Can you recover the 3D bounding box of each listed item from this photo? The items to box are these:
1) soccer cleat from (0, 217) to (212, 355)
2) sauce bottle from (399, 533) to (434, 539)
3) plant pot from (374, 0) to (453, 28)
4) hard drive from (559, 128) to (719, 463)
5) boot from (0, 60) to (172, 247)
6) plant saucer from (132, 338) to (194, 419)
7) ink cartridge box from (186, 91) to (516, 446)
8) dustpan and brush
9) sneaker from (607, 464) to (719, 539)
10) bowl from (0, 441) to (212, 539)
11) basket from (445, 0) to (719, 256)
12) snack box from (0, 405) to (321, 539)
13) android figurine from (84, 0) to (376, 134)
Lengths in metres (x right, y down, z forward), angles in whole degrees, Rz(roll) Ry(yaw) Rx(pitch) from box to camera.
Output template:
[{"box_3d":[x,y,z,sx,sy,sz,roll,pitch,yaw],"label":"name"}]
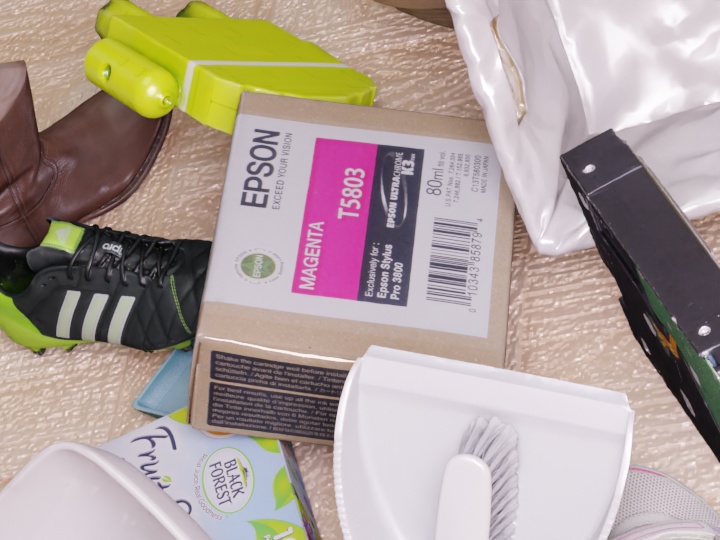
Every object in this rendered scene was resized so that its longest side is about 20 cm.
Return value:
[{"box_3d":[-0.144,0.005,1.429,0.199,0.081,0.068,-7,41,34],"label":"soccer cleat"},{"box_3d":[-0.001,0.168,1.207,0.199,0.066,0.066,-27,40,1],"label":"sauce bottle"},{"box_3d":[0.084,-0.216,1.546,0.200,0.093,0.201,-16,42,15],"label":"plant pot"},{"box_3d":[0.168,0.036,1.194,0.038,0.140,0.200,-28,39,0],"label":"hard drive"},{"box_3d":[-0.193,-0.090,1.480,0.064,0.200,0.187,34,73,19],"label":"boot"},{"box_3d":[-0.051,0.017,1.432,0.070,0.019,0.200,12,55,37],"label":"plant saucer"},{"box_3d":[0.000,0.000,1.332,0.164,0.075,0.201,7,45,-1],"label":"ink cartridge box"},{"box_3d":[0.047,0.148,1.139,0.139,0.201,0.057,10,19,16],"label":"dustpan and brush"},{"box_3d":[0.148,0.150,1.123,0.081,0.088,0.200,-28,40,-1],"label":"sneaker"},{"box_3d":[-0.119,0.205,1.161,0.200,0.075,0.200,46,106,26],"label":"bowl"},{"box_3d":[0.163,-0.142,1.314,0.199,0.199,0.161,-16,15,16],"label":"basket"},{"box_3d":[-0.123,0.154,1.298,0.199,0.053,0.143,-24,41,3],"label":"snack box"},{"box_3d":[-0.072,-0.117,1.491,0.181,0.041,0.200,-4,27,-42],"label":"android figurine"}]
